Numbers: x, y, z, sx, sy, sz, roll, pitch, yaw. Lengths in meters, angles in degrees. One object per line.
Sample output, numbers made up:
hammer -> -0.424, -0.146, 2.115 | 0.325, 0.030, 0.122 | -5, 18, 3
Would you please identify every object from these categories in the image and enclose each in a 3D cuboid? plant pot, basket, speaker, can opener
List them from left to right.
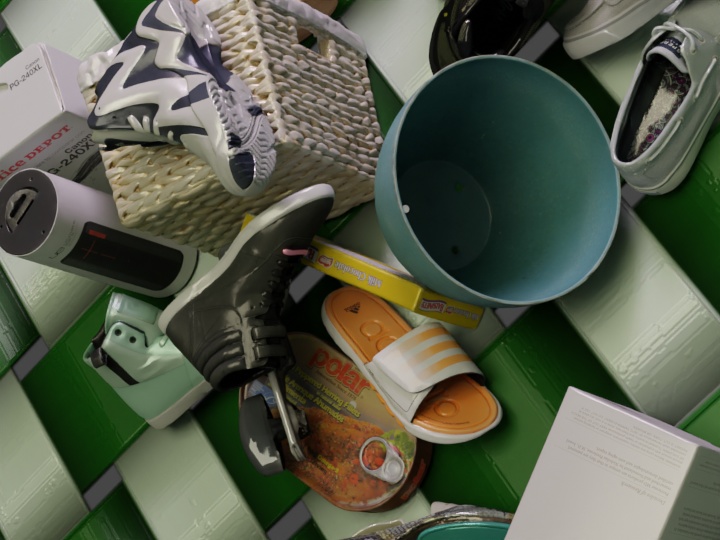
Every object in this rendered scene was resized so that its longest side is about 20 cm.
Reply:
speaker -> -0.240, -0.032, 1.715 | 0.081, 0.200, 0.082 | -9, 73, 32
basket -> -0.107, -0.125, 1.655 | 0.199, 0.198, 0.162 | -23, 68, 26
can opener -> -0.092, 0.076, 1.617 | 0.067, 0.053, 0.201 | -21, 73, 4
plant pot -> 0.091, -0.058, 1.530 | 0.135, 0.199, 0.201 | 152, 122, -64

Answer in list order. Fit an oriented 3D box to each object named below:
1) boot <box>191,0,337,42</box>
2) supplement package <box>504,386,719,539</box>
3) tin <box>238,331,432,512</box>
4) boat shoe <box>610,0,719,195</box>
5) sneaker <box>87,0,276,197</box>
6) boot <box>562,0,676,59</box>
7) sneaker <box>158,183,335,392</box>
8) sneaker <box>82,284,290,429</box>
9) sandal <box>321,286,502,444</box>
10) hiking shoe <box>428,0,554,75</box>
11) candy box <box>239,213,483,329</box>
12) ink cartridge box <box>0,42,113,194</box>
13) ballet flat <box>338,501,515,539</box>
boot -> -0.117, -0.269, 1.774 | 0.201, 0.071, 0.145 | -25, 66, 31
supplement package -> 0.189, 0.208, 1.419 | 0.119, 0.121, 0.201 | 23, 91, 35
tin -> -0.022, 0.130, 1.630 | 0.200, 0.042, 0.112 | 34, 101, 35
boat shoe -> 0.256, -0.160, 1.496 | 0.070, 0.071, 0.202 | 21, 86, 35
sneaker -> -0.154, -0.114, 1.525 | 0.129, 0.079, 0.200 | -40, 66, 22
boot -> 0.218, -0.253, 1.508 | 0.200, 0.074, 0.096 | -32, 103, 39
sneaker -> -0.073, 0.021, 1.557 | 0.200, 0.071, 0.099 | -44, 68, 21
sneaker -> -0.160, 0.046, 1.686 | 0.200, 0.118, 0.074 | -43, 23, 18
sandal -> 0.034, 0.066, 1.576 | 0.079, 0.059, 0.207 | -29, 51, -26
hiking shoe -> 0.098, -0.200, 1.558 | 0.076, 0.101, 0.200 | 41, 145, -1
candy box -> 0.000, 0.000, 1.609 | 0.200, 0.102, 0.027 | 24, 96, 36
ink cartridge box -> -0.273, -0.115, 1.759 | 0.145, 0.200, 0.084 | -33, 62, 23
ballet flat -> 0.048, 0.223, 1.540 | 0.200, 0.072, 0.072 | -20, 67, 14
